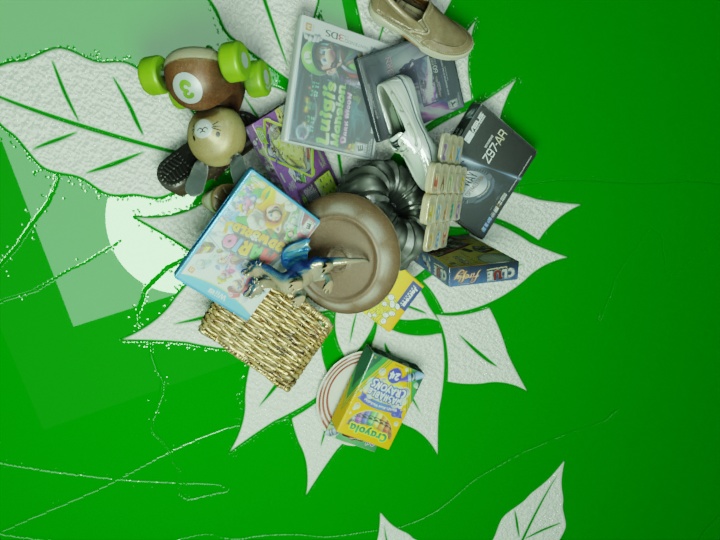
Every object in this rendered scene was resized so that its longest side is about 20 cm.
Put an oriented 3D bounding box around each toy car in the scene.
[{"bbox_3d":[-0.227,-0.218,0.945,0.160,0.158,0.206,-4,89,15],"label":"toy car"}]

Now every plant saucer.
[{"bbox_3d":[-0.033,-0.022,1.018,0.195,0.037,0.206,4,106,15],"label":"plant saucer"}]

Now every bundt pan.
[{"bbox_3d":[0.054,-0.106,1.085,0.199,0.075,0.207,22,55,-34],"label":"bundt pan"}]

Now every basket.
[{"bbox_3d":[-0.156,0.083,1.089,0.198,0.143,0.151,34,96,-4],"label":"basket"}]

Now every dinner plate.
[{"bbox_3d":[0.004,0.255,1.257,0.195,0.024,0.206,-5,107,-17],"label":"dinner plate"}]

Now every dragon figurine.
[{"bbox_3d":[-0.088,-0.006,0.959,0.197,0.099,0.060,-29,136,-18],"label":"dragon figurine"}]

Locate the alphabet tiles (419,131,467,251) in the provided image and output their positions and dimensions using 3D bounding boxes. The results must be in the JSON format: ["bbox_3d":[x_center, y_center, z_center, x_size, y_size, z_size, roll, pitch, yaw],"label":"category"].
[{"bbox_3d":[0.147,-0.134,1.078,0.014,0.199,0.201,13,102,23],"label":"alphabet tiles"}]

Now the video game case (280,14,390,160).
[{"bbox_3d":[-0.039,-0.304,1.061,0.178,0.023,0.206,6,97,-32],"label":"video game case"}]

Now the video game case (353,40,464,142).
[{"bbox_3d":[0.091,-0.331,1.109,0.197,0.019,0.146,-27,112,-23],"label":"video game case"}]

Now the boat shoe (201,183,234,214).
[{"bbox_3d":[-0.176,-0.110,1.081,0.196,0.064,0.074,5,90,-38],"label":"boat shoe"}]

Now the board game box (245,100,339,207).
[{"bbox_3d":[-0.107,-0.180,1.072,0.120,0.032,0.203,-45,118,-42],"label":"board game box"}]

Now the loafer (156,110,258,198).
[{"bbox_3d":[-0.249,-0.194,1.042,0.198,0.071,0.074,-35,78,-15],"label":"loafer"}]

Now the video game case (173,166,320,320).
[{"bbox_3d":[-0.173,-0.036,0.962,0.142,0.018,0.201,34,97,-32],"label":"video game case"}]

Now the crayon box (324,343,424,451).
[{"bbox_3d":[0.027,0.264,1.227,0.124,0.052,0.204,23,97,-22],"label":"crayon box"}]

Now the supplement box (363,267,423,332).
[{"bbox_3d":[0.000,0.000,1.140,0.199,0.110,0.110,38,92,-23],"label":"supplement box"}]

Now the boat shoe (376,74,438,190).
[{"bbox_3d":[0.075,-0.227,1.065,0.066,0.073,0.205,-21,93,-30],"label":"boat shoe"}]

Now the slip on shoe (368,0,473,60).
[{"bbox_3d":[0.110,-0.428,1.065,0.196,0.061,0.078,25,69,-9],"label":"slip on shoe"}]

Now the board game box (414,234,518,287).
[{"bbox_3d":[0.182,-0.022,1.144,0.132,0.200,0.036,-5,108,-15],"label":"board game box"}]

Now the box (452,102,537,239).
[{"bbox_3d":[0.224,-0.188,1.197,0.159,0.044,0.202,32,93,-23],"label":"box"}]
